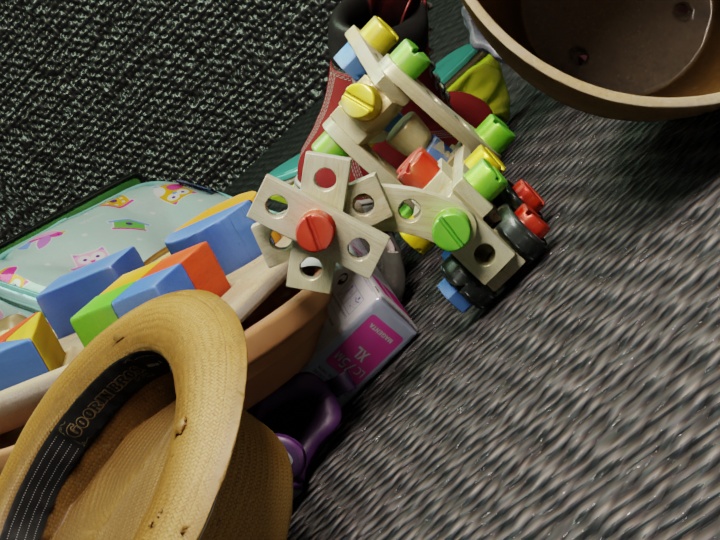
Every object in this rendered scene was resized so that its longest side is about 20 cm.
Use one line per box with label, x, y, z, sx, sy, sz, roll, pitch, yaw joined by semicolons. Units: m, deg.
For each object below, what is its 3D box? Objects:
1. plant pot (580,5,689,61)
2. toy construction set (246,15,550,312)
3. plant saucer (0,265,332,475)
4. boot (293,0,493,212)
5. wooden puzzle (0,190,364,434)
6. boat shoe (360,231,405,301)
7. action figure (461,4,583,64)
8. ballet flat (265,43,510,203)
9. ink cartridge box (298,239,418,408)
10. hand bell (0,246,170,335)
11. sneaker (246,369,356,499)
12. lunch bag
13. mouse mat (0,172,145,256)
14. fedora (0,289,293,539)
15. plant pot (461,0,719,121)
plant pot;0.144;-0.219;1.127;0.200;0.179;0.200;-44;8;8
toy construction set;0.022;-0.045;1.051;0.092;0.131;0.200;-43;7;26
plant saucer;-0.100;0.058;1.078;0.199;0.038;0.200;-25;7;3
boot;0.035;-0.115;1.301;0.200;0.072;0.145;-28;-46;-58
wooden puzzle;-0.114;0.018;1.082;0.185;0.046;0.200;-22;9;31
boat shoe;0.000;0.000;1.318;0.200;0.057;0.067;-69;-11;-83
action figure;0.138;-0.210;1.335;0.200;0.149;0.134;-59;-1;8
ballet flat;0.027;-0.077;1.431;0.200;0.067;0.067;-36;17;-32
ink cartridge box;-0.066;0.065;1.172;0.200;0.042;0.119;-43;32;6
hand bell;-0.152;0.032;1.248;0.199;0.104;0.104;-30;9;7
sneaker;-0.076;0.108;1.015;0.087;0.074;0.200;-33;12;41
lunch bag;-0.122;0.012;1.383;0.160;0.077;0.200;16;31;33
mouse mat;-0.197;0.046;1.460;0.161;0.008;0.201;-33;-44;-46
fedora;-0.087;0.109;0.915;0.200;0.082;0.201;-39;35;35
plant pot;0.117;-0.139;0.940;0.186;0.186;0.200;-46;-6;-6
